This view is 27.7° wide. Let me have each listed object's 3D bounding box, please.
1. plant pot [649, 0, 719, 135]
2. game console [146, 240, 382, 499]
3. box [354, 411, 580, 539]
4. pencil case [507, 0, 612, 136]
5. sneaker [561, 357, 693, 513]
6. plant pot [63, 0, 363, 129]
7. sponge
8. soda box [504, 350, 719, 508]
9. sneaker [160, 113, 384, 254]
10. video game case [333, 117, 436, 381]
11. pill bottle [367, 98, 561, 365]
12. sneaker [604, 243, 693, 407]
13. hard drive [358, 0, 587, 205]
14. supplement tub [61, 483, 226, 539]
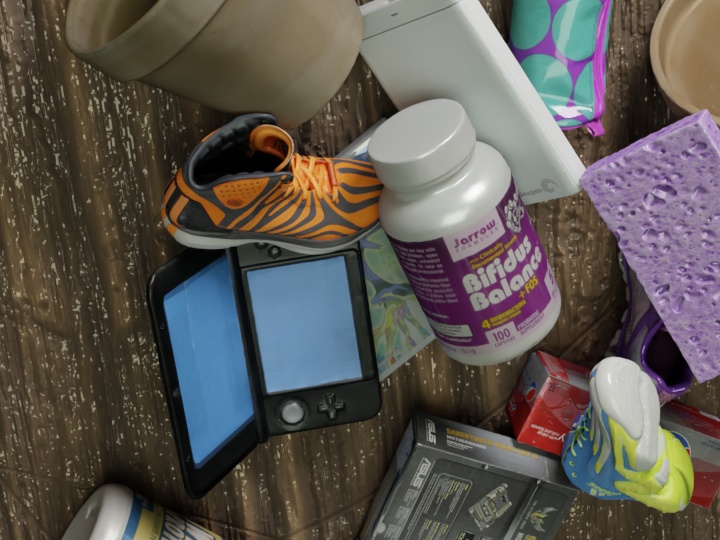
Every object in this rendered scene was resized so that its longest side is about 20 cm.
[{"bbox_3d":[0.336,-0.164,1.160,0.199,0.202,0.093,-27,140,4],"label":"plant pot"},{"bbox_3d":[-0.073,0.066,1.200,0.173,0.117,0.202,-9,112,-2],"label":"game console"},{"bbox_3d":[0.087,0.235,1.317,0.157,0.049,0.202,16,120,-12],"label":"box"},{"bbox_3d":[0.169,-0.215,1.159,0.092,0.085,0.203,19,114,29],"label":"pencil case"},{"bbox_3d":[0.202,0.144,1.209,0.104,0.076,0.201,-6,139,29],"label":"sneaker"},{"bbox_3d":[-0.095,-0.201,1.098,0.173,0.200,0.200,32,105,-32],"label":"plant pot"},{"bbox_3d":[0.267,-0.015,1.135,0.111,0.030,0.201,-25,105,32],"label":"sponge"},{"bbox_3d":[0.234,0.142,1.310,0.198,0.064,0.071,21,107,-12],"label":"soda box"},{"bbox_3d":[-0.050,-0.068,1.131,0.198,0.078,0.112,-9,157,-26],"label":"sneaker"},{"bbox_3d":[0.000,0.000,1.256,0.199,0.022,0.183,-38,109,8],"label":"video game case"},{"bbox_3d":[0.080,-0.031,1.165,0.111,0.113,0.201,-25,122,4],"label":"pill bottle"},{"bbox_3d":[0.262,0.024,1.234,0.079,0.088,0.203,9,86,-10],"label":"sneaker"},{"bbox_3d":[0.083,-0.136,1.167,0.201,0.131,0.027,54,56,-20],"label":"hard drive"},{"bbox_3d":[-0.170,0.292,1.280,0.199,0.145,0.145,31,105,-16],"label":"supplement tub"}]
